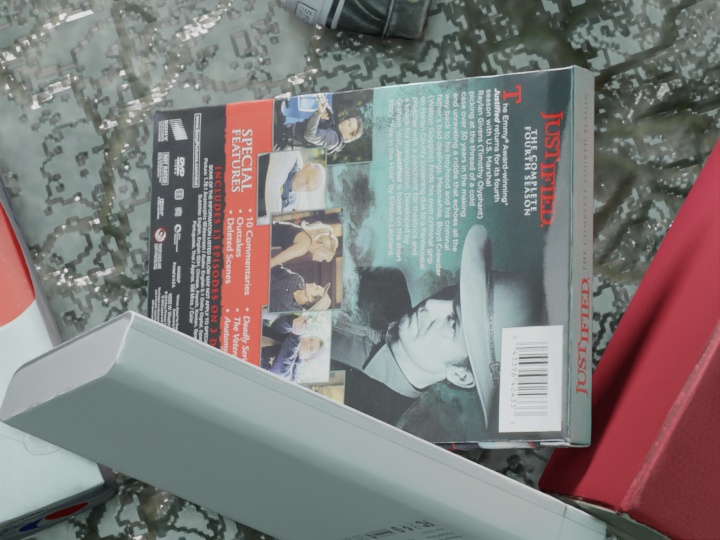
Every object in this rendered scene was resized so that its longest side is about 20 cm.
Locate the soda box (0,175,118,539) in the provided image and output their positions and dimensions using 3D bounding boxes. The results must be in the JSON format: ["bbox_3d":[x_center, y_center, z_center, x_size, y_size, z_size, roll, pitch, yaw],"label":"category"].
[{"bbox_3d":[-0.163,0.008,1.087,0.063,0.068,0.201,-21,82,-2],"label":"soda box"}]

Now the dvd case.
[{"bbox_3d":[0.000,0.000,1.060,0.199,0.022,0.147,-5,80,33],"label":"dvd case"}]

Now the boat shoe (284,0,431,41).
[{"bbox_3d":[0.029,-0.191,1.119,0.071,0.072,0.201,18,93,-6],"label":"boat shoe"}]

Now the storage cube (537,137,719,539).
[{"bbox_3d":[0.192,0.049,1.011,0.170,0.200,0.180,29,85,-5],"label":"storage cube"}]

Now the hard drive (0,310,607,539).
[{"bbox_3d":[-0.024,0.075,1.008,0.199,0.132,0.027,24,69,-20],"label":"hard drive"}]
